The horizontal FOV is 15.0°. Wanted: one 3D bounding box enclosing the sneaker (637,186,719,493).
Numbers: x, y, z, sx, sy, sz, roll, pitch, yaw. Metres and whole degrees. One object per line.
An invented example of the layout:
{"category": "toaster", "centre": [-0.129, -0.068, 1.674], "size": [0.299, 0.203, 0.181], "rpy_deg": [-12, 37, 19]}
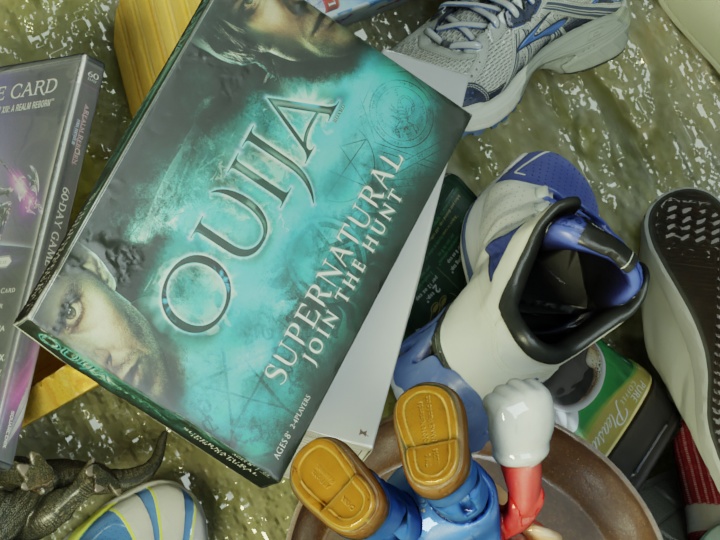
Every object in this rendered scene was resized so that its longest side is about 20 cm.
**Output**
{"category": "sneaker", "centre": [0.199, 0.059, 1.448], "size": [0.073, 0.085, 0.201], "rpy_deg": [-12, 69, -10]}

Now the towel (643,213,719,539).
{"category": "towel", "centre": [0.234, 0.063, 1.525], "size": [0.144, 0.023, 0.201], "rpy_deg": [7, 62, -22]}

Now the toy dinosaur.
{"category": "toy dinosaur", "centre": [-0.180, 0.118, 1.319], "size": [0.200, 0.102, 0.077], "rpy_deg": [-45, 110, -34]}

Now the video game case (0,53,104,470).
{"category": "video game case", "centre": [-0.194, -0.002, 1.307], "size": [0.019, 0.143, 0.201], "rpy_deg": [27, 68, -41]}

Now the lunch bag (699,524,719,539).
{"category": "lunch bag", "centre": [0.220, 0.236, 1.445], "size": [0.160, 0.077, 0.200], "rpy_deg": [-51, 129, -24]}

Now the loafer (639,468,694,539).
{"category": "loafer", "centre": [0.139, 0.180, 1.471], "size": [0.072, 0.063, 0.200], "rpy_deg": [36, 49, 15]}

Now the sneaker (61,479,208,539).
{"category": "sneaker", "centre": [-0.128, 0.183, 1.319], "size": [0.076, 0.105, 0.200], "rpy_deg": [41, 67, -12]}

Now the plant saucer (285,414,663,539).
{"category": "plant saucer", "centre": [0.057, 0.163, 1.356], "size": [0.200, 0.035, 0.201], "rpy_deg": [5, 63, -10]}

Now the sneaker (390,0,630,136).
{"category": "sneaker", "centre": [0.072, -0.140, 1.461], "size": [0.200, 0.077, 0.085], "rpy_deg": [-32, 138, -42]}

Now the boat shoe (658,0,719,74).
{"category": "boat shoe", "centre": [0.227, -0.149, 1.564], "size": [0.060, 0.072, 0.202], "rpy_deg": [-42, 104, -27]}

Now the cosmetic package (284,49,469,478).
{"category": "cosmetic package", "centre": [0.000, 0.000, 1.330], "size": [0.050, 0.083, 0.201], "rpy_deg": [18, 67, -7]}

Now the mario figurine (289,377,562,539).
{"category": "mario figurine", "centre": [0.030, 0.104, 1.259], "size": [0.123, 0.200, 0.106], "rpy_deg": [6, 69, 21]}

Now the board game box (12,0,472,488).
{"category": "board game box", "centre": [-0.050, -0.023, 1.212], "size": [0.135, 0.028, 0.200], "rpy_deg": [33, 68, -14]}

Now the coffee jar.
{"category": "coffee jar", "centre": [0.076, 0.052, 1.446], "size": [0.200, 0.085, 0.104], "rpy_deg": [46, 54, -10]}

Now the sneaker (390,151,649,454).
{"category": "sneaker", "centre": [0.098, 0.002, 1.341], "size": [0.081, 0.115, 0.200], "rpy_deg": [45, 38, -11]}

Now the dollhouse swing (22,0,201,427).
{"category": "dollhouse swing", "centre": [-0.119, -0.047, 1.314], "size": [0.181, 0.200, 0.176], "rpy_deg": [-28, 91, -26]}

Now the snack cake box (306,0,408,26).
{"category": "snack cake box", "centre": [-0.050, -0.223, 1.453], "size": [0.115, 0.067, 0.201], "rpy_deg": [-23, 90, -27]}
